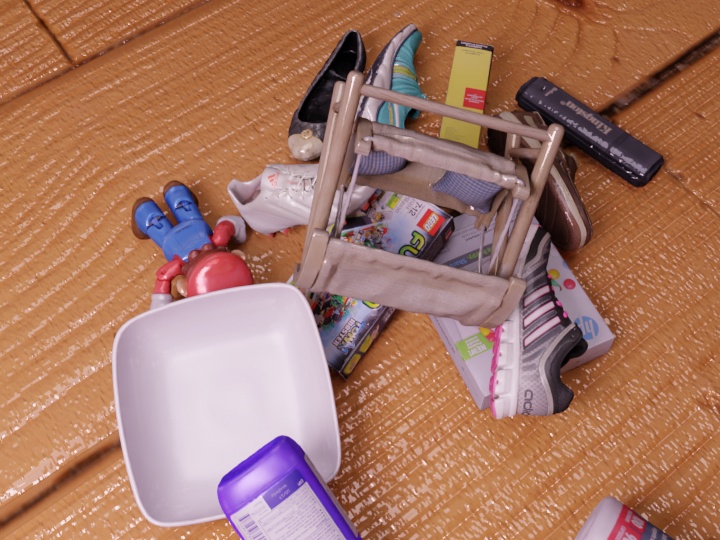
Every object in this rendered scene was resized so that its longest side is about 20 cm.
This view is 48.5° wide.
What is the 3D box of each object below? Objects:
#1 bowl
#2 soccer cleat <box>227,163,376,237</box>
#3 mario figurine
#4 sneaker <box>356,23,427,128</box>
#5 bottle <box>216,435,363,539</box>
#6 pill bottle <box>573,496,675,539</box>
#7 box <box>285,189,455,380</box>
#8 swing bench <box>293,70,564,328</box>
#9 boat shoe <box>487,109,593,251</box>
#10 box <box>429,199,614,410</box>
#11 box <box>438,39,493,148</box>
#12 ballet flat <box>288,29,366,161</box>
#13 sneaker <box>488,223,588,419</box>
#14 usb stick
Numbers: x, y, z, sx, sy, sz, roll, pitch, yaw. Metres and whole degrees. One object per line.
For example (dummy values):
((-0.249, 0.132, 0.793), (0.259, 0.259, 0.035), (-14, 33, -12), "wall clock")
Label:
((-0.125, 0.125, 0.759), (0.196, 0.075, 0.204), (-12, 77, -7), "bowl")
((-0.064, -0.084, 0.851), (0.198, 0.078, 0.070), (-12, 46, 41), "soccer cleat")
((-0.178, -0.002, 0.872), (0.124, 0.105, 0.200), (-50, 53, 13), "mario figurine")
((0.044, -0.226, 1.004), (0.079, 0.077, 0.203), (27, 57, -14), "sneaker")
((-0.037, 0.241, 0.673), (0.083, 0.065, 0.202), (-34, 92, 1), "bottle")
((0.256, 0.292, 0.648), (0.198, 0.120, 0.120), (33, 64, 19), "pill bottle")
((0.000, 0.000, 0.845), (0.109, 0.035, 0.201), (33, 80, 21), "box")
((0.054, -0.055, 0.736), (0.195, 0.130, 0.204), (12, 97, -9), "swing bench")
((0.222, -0.114, 0.922), (0.074, 0.075, 0.205), (-15, 59, -15), "boat shoe")
((0.150, 0.027, 0.856), (0.153, 0.041, 0.202), (-21, 62, -11), "box")
((0.122, -0.177, 0.960), (0.049, 0.076, 0.203), (10, 58, 6), "box")
((-0.045, -0.219, 0.996), (0.065, 0.057, 0.203), (14, 60, 10), "ballet flat")
((0.177, 0.051, 0.777), (0.086, 0.074, 0.203), (9, 64, 5), "sneaker")
((0.278, -0.172, 0.979), (0.055, 0.033, 0.199), (-40, 66, -20), "usb stick")
